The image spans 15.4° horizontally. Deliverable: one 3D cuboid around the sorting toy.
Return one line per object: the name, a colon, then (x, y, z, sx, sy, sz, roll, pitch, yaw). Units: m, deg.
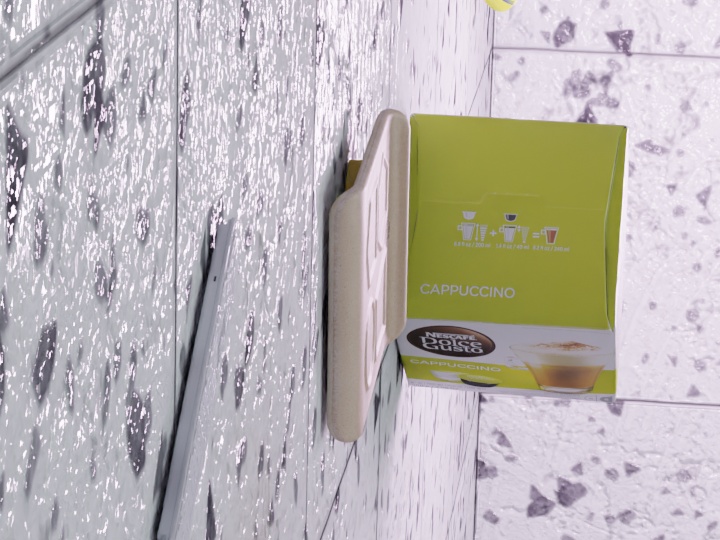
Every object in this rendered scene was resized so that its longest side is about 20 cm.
sorting toy: (0.000, 0.000, 1.877, 0.200, 0.036, 0.186, -62, 155, -66)

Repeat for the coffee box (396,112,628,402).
coffee box: (0.140, -0.010, 2.408, 0.198, 0.199, 0.201, 76, 19, -69)

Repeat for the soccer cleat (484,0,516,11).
soccer cleat: (0.156, -0.367, 3.172, 0.084, 0.065, 0.200, -51, 163, -24)

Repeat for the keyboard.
keyboard: (-0.075, 0.065, 1.252, 0.056, 0.011, 0.201, 87, 9, -47)
